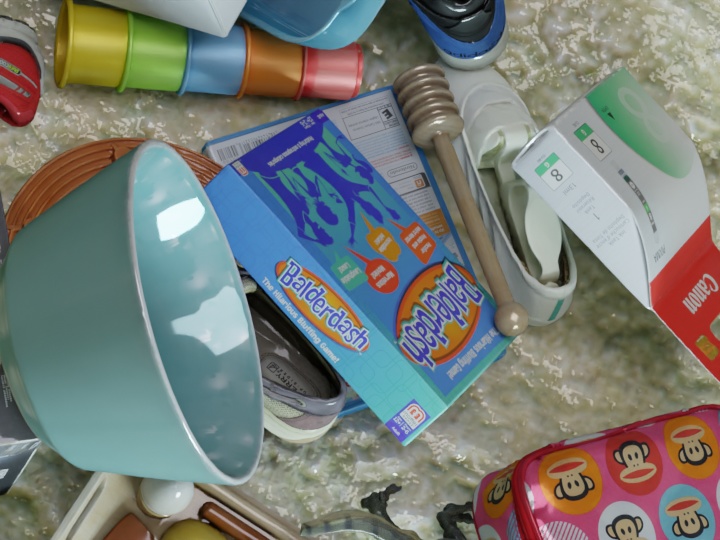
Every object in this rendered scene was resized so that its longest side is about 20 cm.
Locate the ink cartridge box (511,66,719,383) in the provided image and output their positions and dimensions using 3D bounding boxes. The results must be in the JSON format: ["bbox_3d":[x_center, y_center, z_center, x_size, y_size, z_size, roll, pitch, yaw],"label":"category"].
[{"bbox_3d":[0.204,-0.034,1.682,0.200,0.050,0.161,45,28,3],"label":"ink cartridge box"}]

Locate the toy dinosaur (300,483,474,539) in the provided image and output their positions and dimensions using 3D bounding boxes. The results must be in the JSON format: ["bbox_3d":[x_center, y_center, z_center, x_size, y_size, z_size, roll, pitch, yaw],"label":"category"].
[{"bbox_3d":[0.041,0.176,1.597,0.200,0.047,0.088,33,27,-27],"label":"toy dinosaur"}]

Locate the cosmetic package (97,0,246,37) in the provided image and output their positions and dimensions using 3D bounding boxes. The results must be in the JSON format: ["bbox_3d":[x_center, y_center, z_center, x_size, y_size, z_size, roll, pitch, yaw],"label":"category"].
[{"bbox_3d":[-0.139,-0.280,1.621,0.199,0.123,0.200,18,64,24],"label":"cosmetic package"}]

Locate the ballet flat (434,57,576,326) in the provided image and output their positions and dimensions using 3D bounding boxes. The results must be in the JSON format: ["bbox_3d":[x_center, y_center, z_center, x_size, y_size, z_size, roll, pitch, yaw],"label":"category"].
[{"bbox_3d":[0.103,-0.063,1.697,0.069,0.069,0.200,-13,77,-20],"label":"ballet flat"}]

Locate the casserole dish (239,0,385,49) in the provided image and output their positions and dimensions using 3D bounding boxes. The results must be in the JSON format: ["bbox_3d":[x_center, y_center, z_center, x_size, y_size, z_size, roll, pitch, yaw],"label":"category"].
[{"bbox_3d":[-0.029,-0.206,1.650,0.039,0.200,0.121,30,93,-36],"label":"casserole dish"}]

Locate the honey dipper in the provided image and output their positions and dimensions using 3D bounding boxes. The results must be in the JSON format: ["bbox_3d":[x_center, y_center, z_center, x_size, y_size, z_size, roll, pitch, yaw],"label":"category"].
[{"bbox_3d":[0.068,-0.045,1.655,0.038,0.038,0.200,-10,62,-19],"label":"honey dipper"}]

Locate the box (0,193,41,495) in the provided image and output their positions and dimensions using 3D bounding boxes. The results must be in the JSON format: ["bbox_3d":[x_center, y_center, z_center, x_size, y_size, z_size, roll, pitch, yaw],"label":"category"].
[{"bbox_3d":[-0.240,0.026,1.520,0.050,0.158,0.200,-7,75,-18],"label":"box"}]

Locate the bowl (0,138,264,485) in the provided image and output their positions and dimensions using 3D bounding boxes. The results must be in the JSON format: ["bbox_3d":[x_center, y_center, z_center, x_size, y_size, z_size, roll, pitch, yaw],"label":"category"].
[{"bbox_3d":[-0.138,0.036,1.438,0.105,0.201,0.201,-15,76,12],"label":"bowl"}]

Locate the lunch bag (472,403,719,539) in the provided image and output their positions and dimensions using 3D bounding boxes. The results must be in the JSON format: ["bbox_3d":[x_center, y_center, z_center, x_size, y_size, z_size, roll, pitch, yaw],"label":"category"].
[{"bbox_3d":[0.182,0.187,1.610,0.200,0.082,0.176,-12,76,-31],"label":"lunch bag"}]

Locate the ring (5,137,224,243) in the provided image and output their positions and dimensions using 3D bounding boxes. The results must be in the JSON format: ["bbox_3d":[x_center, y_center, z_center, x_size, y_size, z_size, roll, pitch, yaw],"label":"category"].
[{"bbox_3d":[-0.131,0.004,1.598,0.200,0.019,0.200,9,64,-19],"label":"ring"}]

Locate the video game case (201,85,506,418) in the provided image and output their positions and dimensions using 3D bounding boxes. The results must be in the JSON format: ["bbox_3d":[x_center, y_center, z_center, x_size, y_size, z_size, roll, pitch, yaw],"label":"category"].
[{"bbox_3d":[-0.004,-0.012,1.676,0.143,0.018,0.200,-18,79,-21],"label":"video game case"}]

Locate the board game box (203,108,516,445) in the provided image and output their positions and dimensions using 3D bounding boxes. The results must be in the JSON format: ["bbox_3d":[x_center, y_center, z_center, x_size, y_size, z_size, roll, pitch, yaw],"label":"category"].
[{"bbox_3d":[0.000,0.000,1.595,0.200,0.045,0.152,48,27,1],"label":"board game box"}]

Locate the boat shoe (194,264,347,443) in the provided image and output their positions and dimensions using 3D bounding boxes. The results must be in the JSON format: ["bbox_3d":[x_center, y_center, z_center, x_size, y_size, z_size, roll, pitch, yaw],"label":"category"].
[{"bbox_3d":[-0.086,0.024,1.558,0.200,0.065,0.072,43,57,0],"label":"boat shoe"}]

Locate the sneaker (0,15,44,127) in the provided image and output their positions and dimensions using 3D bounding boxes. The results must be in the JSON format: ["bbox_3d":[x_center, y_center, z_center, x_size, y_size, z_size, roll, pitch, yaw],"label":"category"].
[{"bbox_3d":[-0.296,-0.117,1.594,0.200,0.077,0.085,-3,79,-17],"label":"sneaker"}]

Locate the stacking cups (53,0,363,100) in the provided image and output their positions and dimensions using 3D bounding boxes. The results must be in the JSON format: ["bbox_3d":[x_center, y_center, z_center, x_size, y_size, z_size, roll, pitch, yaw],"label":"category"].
[{"bbox_3d":[-0.099,-0.142,1.669,0.200,0.061,0.061,3,73,-17],"label":"stacking cups"}]

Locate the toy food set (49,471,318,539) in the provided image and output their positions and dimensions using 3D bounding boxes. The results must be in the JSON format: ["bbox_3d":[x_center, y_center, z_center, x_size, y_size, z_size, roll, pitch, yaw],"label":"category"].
[{"bbox_3d":[-0.092,0.196,1.563,0.200,0.060,0.144,33,67,-4],"label":"toy food set"}]

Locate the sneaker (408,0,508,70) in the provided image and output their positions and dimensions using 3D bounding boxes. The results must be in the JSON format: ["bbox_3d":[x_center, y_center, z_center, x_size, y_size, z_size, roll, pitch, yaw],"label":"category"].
[{"bbox_3d":[0.039,-0.238,1.693,0.077,0.111,0.200,-22,72,0],"label":"sneaker"}]
